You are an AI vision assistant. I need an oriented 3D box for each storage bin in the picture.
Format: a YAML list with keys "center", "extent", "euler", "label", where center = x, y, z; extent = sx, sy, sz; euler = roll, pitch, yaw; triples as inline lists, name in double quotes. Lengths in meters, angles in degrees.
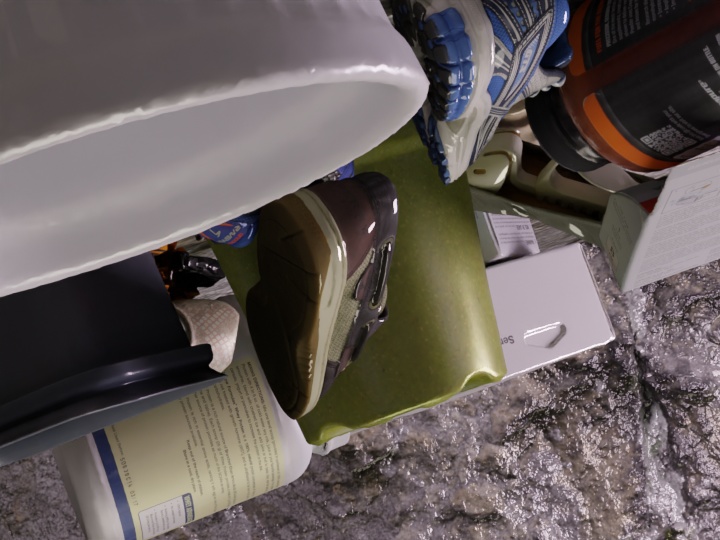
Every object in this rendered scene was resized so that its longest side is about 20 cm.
- center: [-0.186, 0.029, 0.792]
  extent: [0.199, 0.135, 0.145]
  euler: [-21, 174, 28]
  label: "storage bin"

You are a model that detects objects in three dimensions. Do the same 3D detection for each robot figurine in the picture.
- center: [-0.178, 0.008, 1.018]
  extent: [0.144, 0.059, 0.200]
  euler: [-21, 174, 13]
  label: "robot figurine"

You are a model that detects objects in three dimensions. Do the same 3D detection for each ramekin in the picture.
- center: [-0.088, -0.062, 0.429]
  extent: [0.199, 0.098, 0.200]
  euler: [-19, 175, -2]
  label: "ramekin"

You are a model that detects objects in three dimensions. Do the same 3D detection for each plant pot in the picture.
- center: [0.000, 0.000, 0.897]
  extent: [0.199, 0.185, 0.200]
  euler: [-19, 174, -2]
  label: "plant pot"

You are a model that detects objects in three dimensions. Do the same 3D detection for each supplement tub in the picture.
- center: [0.177, -0.118, 0.780]
  extent: [0.107, 0.108, 0.200]
  euler: [-15, 174, -40]
  label: "supplement tub"
- center: [-0.122, 0.103, 1.060]
  extent: [0.199, 0.146, 0.145]
  euler: [-19, 175, -16]
  label: "supplement tub"

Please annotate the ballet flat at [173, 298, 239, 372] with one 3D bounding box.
- center: [-0.170, 0.063, 0.955]
  extent: [0.199, 0.068, 0.062]
  euler: [-19, 164, -10]
  label: "ballet flat"

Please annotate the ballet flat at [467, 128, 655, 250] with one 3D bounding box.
- center: [0.119, -0.068, 1.013]
  extent: [0.199, 0.068, 0.064]
  euler: [19, 148, 10]
  label: "ballet flat"

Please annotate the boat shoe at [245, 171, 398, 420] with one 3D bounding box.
- center: [-0.016, 0.016, 0.747]
  extent: [0.066, 0.072, 0.201]
  euler: [-23, 158, -17]
  label: "boat shoe"

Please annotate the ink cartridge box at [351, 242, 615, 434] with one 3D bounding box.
- center: [0.076, 0.056, 1.155]
  extent: [0.145, 0.085, 0.200]
  euler: [-15, 173, -38]
  label: "ink cartridge box"

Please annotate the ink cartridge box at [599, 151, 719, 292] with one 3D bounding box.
- center: [0.228, -0.061, 0.845]
  extent: [0.161, 0.057, 0.200]
  euler: [-18, 157, -4]
  label: "ink cartridge box"

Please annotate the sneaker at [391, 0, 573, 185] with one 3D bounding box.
- center: [0.066, -0.100, 0.739]
  extent: [0.085, 0.077, 0.200]
  euler: [-23, 175, -4]
  label: "sneaker"

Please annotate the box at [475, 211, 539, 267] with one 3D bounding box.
- center: [0.023, -0.025, 1.164]
  extent: [0.199, 0.102, 0.112]
  euler: [-22, 174, 22]
  label: "box"

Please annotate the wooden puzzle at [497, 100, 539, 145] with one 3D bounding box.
- center: [0.192, -0.126, 1.065]
  extent: [0.199, 0.047, 0.185]
  euler: [-20, 175, 7]
  label: "wooden puzzle"

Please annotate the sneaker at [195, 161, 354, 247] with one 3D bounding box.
- center: [-0.078, -0.047, 0.711]
  extent: [0.199, 0.079, 0.075]
  euler: [-16, 173, -33]
  label: "sneaker"
